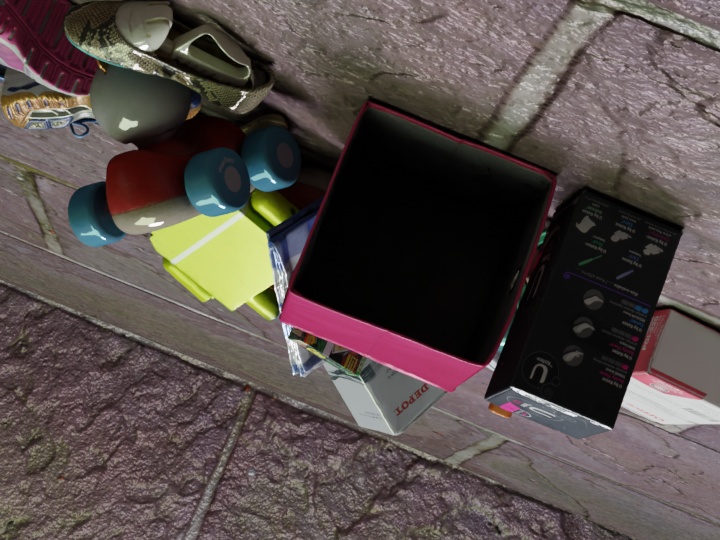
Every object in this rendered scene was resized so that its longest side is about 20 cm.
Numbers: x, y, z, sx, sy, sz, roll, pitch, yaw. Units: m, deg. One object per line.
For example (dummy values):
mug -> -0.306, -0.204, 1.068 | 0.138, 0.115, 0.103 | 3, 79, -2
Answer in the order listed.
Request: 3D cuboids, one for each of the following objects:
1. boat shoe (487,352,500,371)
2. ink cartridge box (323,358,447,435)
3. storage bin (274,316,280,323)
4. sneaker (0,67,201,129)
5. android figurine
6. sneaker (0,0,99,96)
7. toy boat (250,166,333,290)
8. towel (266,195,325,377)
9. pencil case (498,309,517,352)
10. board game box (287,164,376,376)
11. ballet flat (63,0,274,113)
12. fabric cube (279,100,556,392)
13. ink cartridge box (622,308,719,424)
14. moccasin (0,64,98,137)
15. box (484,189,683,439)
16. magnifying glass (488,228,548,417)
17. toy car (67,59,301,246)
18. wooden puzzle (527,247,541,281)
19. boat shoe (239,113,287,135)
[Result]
boat shoe -> 0.138, 0.075, 1.885 | 0.065, 0.074, 0.200 | 12, 160, 20
ink cartridge box -> 0.024, 0.069, 1.935 | 0.083, 0.147, 0.200 | 5, 128, 57
storage bin -> -0.027, 0.022, 2.033 | 0.200, 0.135, 0.146 | 28, 167, -21
sneaker -> -0.261, -0.194, 1.684 | 0.200, 0.088, 0.075 | 2, 148, -9
android figurine -> -0.141, -0.030, 1.780 | 0.200, 0.041, 0.182 | 40, 130, -20
sneaker -> -0.333, -0.237, 1.605 | 0.200, 0.081, 0.088 | 36, 165, -20
toy boat -> -0.071, -0.037, 1.860 | 0.130, 0.131, 0.200 | 30, 166, -31
towel -> -0.028, 0.007, 1.774 | 0.024, 0.147, 0.200 | 34, 146, 40
pencil case -> 0.151, 0.038, 1.732 | 0.200, 0.093, 0.085 | 18, -174, 12
board game box -> 0.000, 0.000, 1.731 | 0.023, 0.200, 0.105 | 11, 165, 45
ballet flat -> -0.163, -0.203, 1.498 | 0.200, 0.068, 0.075 | 22, 148, -28
fabric cube -> 0.050, -0.015, 1.589 | 0.200, 0.196, 0.199 | 22, 168, -1
ink cartridge box -> 0.346, 0.113, 1.889 | 0.145, 0.085, 0.200 | 26, 166, -16
moccasin -> -0.332, -0.190, 1.804 | 0.200, 0.068, 0.080 | 31, 165, -37
box -> 0.206, 0.043, 1.556 | 0.106, 0.200, 0.122 | 22, 168, -3
magnifying glass -> 0.175, 0.053, 1.673 | 0.079, 0.200, 0.022 | 22, -168, 11
toy car -> -0.189, -0.146, 1.589 | 0.184, 0.200, 0.177 | -12, -169, 34
wooden puzzle -> 0.169, 0.002, 1.828 | 0.185, 0.046, 0.200 | 19, 163, 11
boat shoe -> -0.113, -0.123, 1.758 | 0.073, 0.063, 0.200 | 10, 176, -21
